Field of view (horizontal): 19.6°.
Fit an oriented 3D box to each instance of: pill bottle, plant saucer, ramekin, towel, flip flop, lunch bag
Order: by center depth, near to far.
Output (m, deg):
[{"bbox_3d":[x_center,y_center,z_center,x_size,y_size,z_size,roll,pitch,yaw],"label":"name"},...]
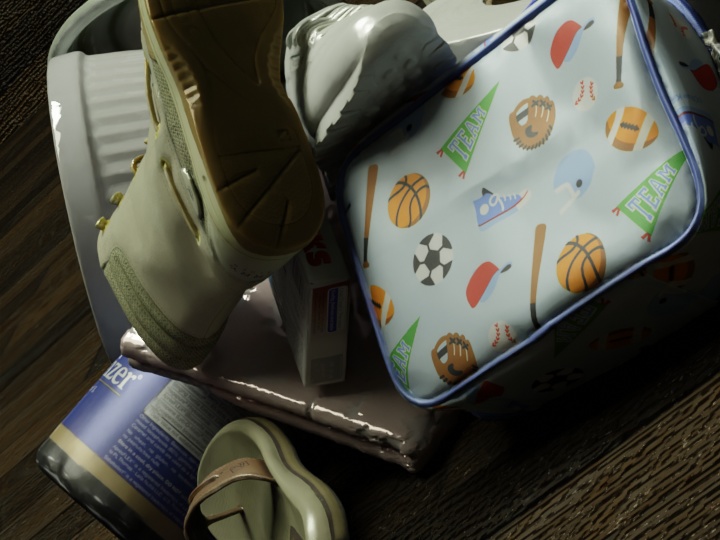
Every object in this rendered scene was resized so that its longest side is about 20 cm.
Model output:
[{"bbox_3d":[0.084,-0.036,0.925,0.200,0.075,0.161,-35,58,33],"label":"lunch bag"},{"bbox_3d":[-0.053,0.124,1.001,0.057,0.081,0.200,-11,14,-15],"label":"flip flop"},{"bbox_3d":[0.000,0.000,1.087,0.191,0.032,0.200,16,56,29],"label":"towel"},{"bbox_3d":[-0.076,0.065,1.162,0.200,0.112,0.112,-49,15,-8],"label":"pill bottle"},{"bbox_3d":[-0.117,-0.043,1.275,0.105,0.201,0.200,-13,17,-2],"label":"ramekin"},{"bbox_3d":[-0.104,-0.153,1.343,0.200,0.200,0.050,-34,56,39],"label":"plant saucer"}]

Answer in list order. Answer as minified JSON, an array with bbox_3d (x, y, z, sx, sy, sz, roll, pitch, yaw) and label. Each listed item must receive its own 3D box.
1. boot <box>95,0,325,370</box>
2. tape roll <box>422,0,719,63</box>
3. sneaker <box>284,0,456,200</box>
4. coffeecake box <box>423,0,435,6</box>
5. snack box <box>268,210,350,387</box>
[{"bbox_3d":[-0.087,-0.067,1.024,0.155,0.072,0.200,-50,50,54],"label":"boot"},{"bbox_3d":[0.124,-0.126,1.056,0.202,0.071,0.202,-23,14,6],"label":"tape roll"},{"bbox_3d":[-0.006,-0.096,1.016,0.076,0.081,0.200,-22,-9,-12],"label":"sneaker"},{"bbox_3d":[0.120,-0.241,1.219,0.200,0.073,0.154,-38,-4,-11],"label":"coffeecake box"},{"bbox_3d":[-0.042,-0.037,1.060,0.024,0.072,0.200,-9,45,-12],"label":"snack box"}]
